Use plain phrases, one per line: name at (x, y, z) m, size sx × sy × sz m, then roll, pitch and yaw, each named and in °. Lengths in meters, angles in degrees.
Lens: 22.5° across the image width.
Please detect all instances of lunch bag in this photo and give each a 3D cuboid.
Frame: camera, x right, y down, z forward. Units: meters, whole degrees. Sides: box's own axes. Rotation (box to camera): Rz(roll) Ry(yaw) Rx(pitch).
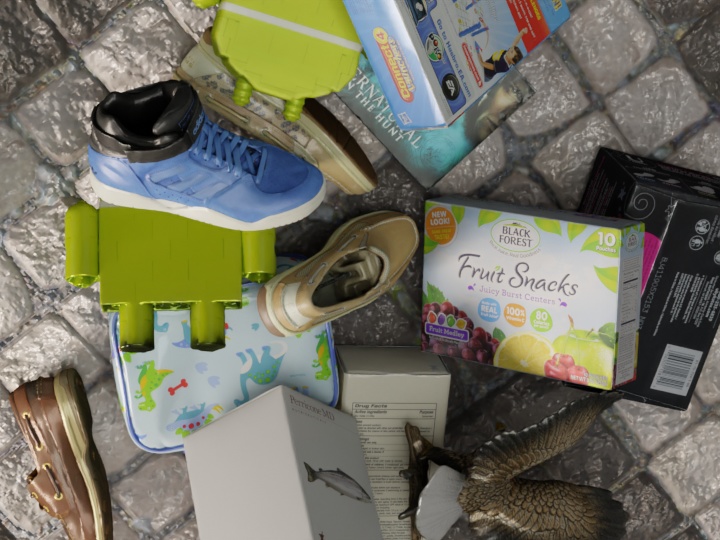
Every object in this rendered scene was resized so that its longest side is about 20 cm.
lunch bag at (-0.124, 0.076, 1.627) m, size 0.199 × 0.082 × 0.161 m, roll -11°, pitch 110°, yaw -6°

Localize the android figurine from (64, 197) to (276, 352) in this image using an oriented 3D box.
android figurine at (-0.163, -0.030, 1.558) m, size 0.181 × 0.041 × 0.201 m, roll 0°, pitch 77°, yaw -3°

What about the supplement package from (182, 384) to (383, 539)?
supplement package at (-0.061, 0.221, 1.560) m, size 0.117 × 0.200 × 0.117 m, roll -29°, pitch 147°, yaw 25°

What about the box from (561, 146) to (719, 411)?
box at (0.259, 0.007, 1.654) m, size 0.132 × 0.115 × 0.200 m, roll 12°, pitch 109°, yaw -15°

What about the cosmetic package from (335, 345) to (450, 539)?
cosmetic package at (0.020, 0.174, 1.693) m, size 0.105 × 0.071 × 0.201 m, roll 3°, pitch 109°, yaw -12°

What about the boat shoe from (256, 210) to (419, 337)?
boat shoe at (0.000, 0.000, 1.569) m, size 0.076 × 0.200 × 0.072 m, roll -18°, pitch 105°, yaw 44°

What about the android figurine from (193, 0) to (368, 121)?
android figurine at (-0.052, -0.227, 1.506) m, size 0.182 × 0.041 × 0.201 m, roll 14°, pitch 93°, yaw -15°

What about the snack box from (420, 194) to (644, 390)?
snack box at (0.148, 0.016, 1.595) m, size 0.053 × 0.200 × 0.143 m, roll -12°, pitch 108°, yaw -53°

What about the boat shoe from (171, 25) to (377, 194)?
boat shoe at (-0.071, -0.128, 1.575) m, size 0.200 × 0.073 × 0.063 m, roll 41°, pitch 105°, yaw -9°

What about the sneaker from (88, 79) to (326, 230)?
sneaker at (-0.126, -0.100, 1.493) m, size 0.199 × 0.077 × 0.111 m, roll 9°, pitch 142°, yaw 2°

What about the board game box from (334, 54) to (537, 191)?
board game box at (0.042, -0.185, 1.592) m, size 0.135 × 0.028 × 0.200 m, roll -42°, pitch 111°, yaw 7°

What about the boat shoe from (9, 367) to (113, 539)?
boat shoe at (-0.269, 0.189, 1.652) m, size 0.067 × 0.072 × 0.201 m, roll -11°, pitch 105°, yaw 0°

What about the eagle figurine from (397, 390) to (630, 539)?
eagle figurine at (0.138, 0.182, 1.618) m, size 0.199 × 0.151 × 0.152 m, roll 1°, pitch 155°, yaw 11°

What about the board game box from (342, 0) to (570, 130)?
board game box at (0.070, -0.250, 1.499) m, size 0.196 × 0.056 × 0.200 m, roll -42°, pitch 118°, yaw -38°
